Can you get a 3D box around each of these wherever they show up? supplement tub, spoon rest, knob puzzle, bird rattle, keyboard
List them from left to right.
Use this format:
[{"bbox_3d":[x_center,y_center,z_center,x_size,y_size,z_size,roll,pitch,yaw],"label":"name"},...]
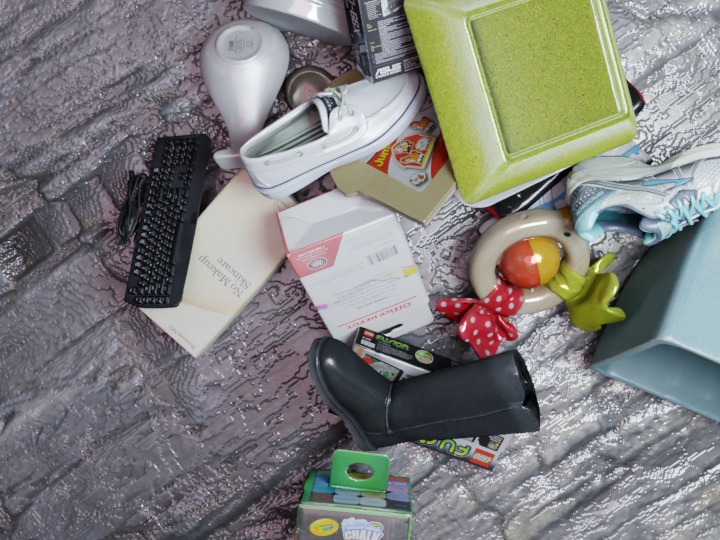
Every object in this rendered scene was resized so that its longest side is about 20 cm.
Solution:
[{"bbox_3d":[-0.224,-0.057,0.991,0.104,0.040,0.200,-4,68,28],"label":"keyboard"},{"bbox_3d":[-0.128,-0.188,0.990,0.099,0.061,0.200,-1,62,3],"label":"spoon rest"},{"bbox_3d":[-0.035,-0.350,0.961,0.132,0.132,0.200,17,94,-1],"label":"supplement tub"},{"bbox_3d":[0.045,-0.148,0.937,0.220,0.030,0.220,-9,60,17],"label":"knob puzzle"},{"bbox_3d":[0.176,0.004,0.994,0.200,0.113,0.163,-9,126,9],"label":"bird rattle"}]

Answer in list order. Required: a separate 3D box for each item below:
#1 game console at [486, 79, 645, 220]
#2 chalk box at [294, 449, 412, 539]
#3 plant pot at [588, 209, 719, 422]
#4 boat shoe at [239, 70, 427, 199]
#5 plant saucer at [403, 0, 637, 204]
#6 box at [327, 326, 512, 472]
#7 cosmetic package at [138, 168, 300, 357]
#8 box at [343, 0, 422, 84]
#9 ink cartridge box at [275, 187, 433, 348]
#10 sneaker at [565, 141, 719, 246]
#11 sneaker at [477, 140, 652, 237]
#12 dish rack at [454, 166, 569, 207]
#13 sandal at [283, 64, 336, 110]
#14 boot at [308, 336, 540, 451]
[{"bbox_3d":[0.175,-0.174,0.998,0.200,0.031,0.177,-41,75,5],"label":"game console"},{"bbox_3d":[-0.008,0.294,1.024,0.125,0.124,0.200,6,94,2],"label":"chalk box"},{"bbox_3d":[0.386,0.033,0.962,0.196,0.196,0.200,22,75,-1],"label":"plant pot"},{"bbox_3d":[-0.025,-0.143,0.903,0.200,0.067,0.074,-36,56,-1],"label":"boat shoe"},{"bbox_3d":[0.163,-0.184,0.852,0.200,0.048,0.200,-22,103,-15],"label":"plant saucer"},{"bbox_3d":[0.074,0.144,1.027,0.200,0.035,0.110,21,125,-1],"label":"box"},{"bbox_3d":[-0.148,-0.013,1.023,0.104,0.073,0.200,41,94,-2],"label":"cosmetic package"},{"bbox_3d":[0.082,-0.281,0.870,0.200,0.050,0.158,-20,126,-9],"label":"box"},{"bbox_3d":[0.000,0.000,0.993,0.116,0.200,0.068,-21,50,3],"label":"ink cartridge box"},{"bbox_3d":[0.299,-0.062,0.887,0.200,0.078,0.086,-6,51,23],"label":"sneaker"},{"bbox_3d":[0.211,-0.098,1.019,0.200,0.075,0.087,-30,74,4],"label":"sneaker"},{"bbox_3d":[0.145,-0.176,0.967,0.172,0.044,0.200,-26,77,7],"label":"dish rack"},{"bbox_3d":[-0.002,-0.151,1.016,0.200,0.055,0.082,44,95,-3],"label":"sandal"},{"bbox_3d":[0.068,0.114,0.942,0.200,0.066,0.165,-11,133,26],"label":"boot"}]
